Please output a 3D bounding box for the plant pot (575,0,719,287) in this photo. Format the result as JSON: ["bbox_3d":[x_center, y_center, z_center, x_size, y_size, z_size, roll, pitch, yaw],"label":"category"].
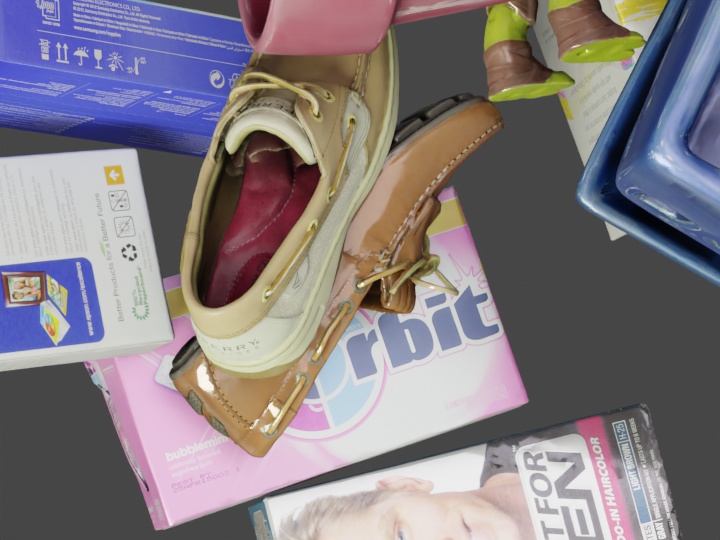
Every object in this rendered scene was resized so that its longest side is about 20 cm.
[{"bbox_3d":[0.220,-0.071,1.143,0.200,0.180,0.200,29,78,-7],"label":"plant pot"}]

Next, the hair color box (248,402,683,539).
[{"bbox_3d":[0.055,0.138,1.271,0.200,0.061,0.100,-14,83,-11],"label":"hair color box"}]

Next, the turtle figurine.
[{"bbox_3d":[0.082,-0.170,1.200,0.064,0.200,0.161,5,67,-54],"label":"turtle figurine"}]

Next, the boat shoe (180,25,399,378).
[{"bbox_3d":[-0.032,-0.053,1.156,0.074,0.066,0.200,5,69,18],"label":"boat shoe"}]

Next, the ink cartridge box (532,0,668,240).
[{"bbox_3d":[0.173,-0.112,1.297,0.125,0.129,0.200,-19,86,-12],"label":"ink cartridge box"}]

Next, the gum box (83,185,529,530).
[{"bbox_3d":[-0.033,0.046,1.266,0.200,0.066,0.114,-18,86,-12],"label":"gum box"}]

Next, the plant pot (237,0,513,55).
[{"bbox_3d":[0.040,-0.190,1.085,0.179,0.200,0.200,-1,81,-10],"label":"plant pot"}]

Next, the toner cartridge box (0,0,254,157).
[{"bbox_3d":[-0.116,-0.094,1.214,0.200,0.095,0.043,7,75,-41],"label":"toner cartridge box"}]

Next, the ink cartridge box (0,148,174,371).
[{"bbox_3d":[-0.184,0.000,1.159,0.200,0.037,0.095,-6,79,-35],"label":"ink cartridge box"}]

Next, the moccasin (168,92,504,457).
[{"bbox_3d":[0.000,0.000,1.206,0.078,0.074,0.201,42,74,-7],"label":"moccasin"}]
